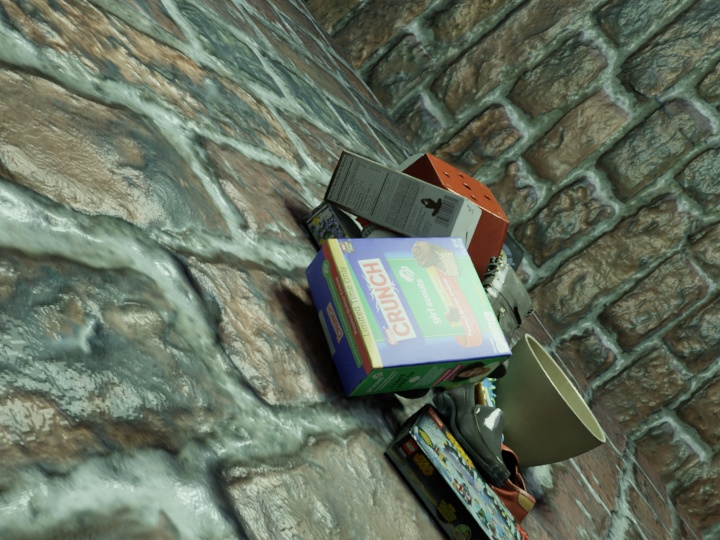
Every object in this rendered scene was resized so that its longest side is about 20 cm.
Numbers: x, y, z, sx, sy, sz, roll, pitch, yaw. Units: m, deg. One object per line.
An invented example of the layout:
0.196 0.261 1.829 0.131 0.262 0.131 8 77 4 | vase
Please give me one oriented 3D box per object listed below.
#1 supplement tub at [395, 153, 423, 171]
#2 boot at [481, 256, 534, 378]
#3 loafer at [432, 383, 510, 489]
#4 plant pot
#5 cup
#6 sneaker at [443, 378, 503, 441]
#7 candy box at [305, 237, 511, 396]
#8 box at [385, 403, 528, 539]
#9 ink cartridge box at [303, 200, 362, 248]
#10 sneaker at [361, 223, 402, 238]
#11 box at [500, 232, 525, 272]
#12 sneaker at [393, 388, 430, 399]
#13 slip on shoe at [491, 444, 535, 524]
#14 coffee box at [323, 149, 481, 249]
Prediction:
0.164 -0.159 2.011 0.200 0.144 0.146 46 14 -21 | supplement tub
0.177 0.042 1.265 0.201 0.068 0.176 49 45 -22 | boot
0.154 0.202 1.106 0.073 0.072 0.201 54 2 -27 | loafer
0.127 -0.065 1.384 0.197 0.178 0.201 26 23 -22 | plant pot
0.267 0.225 1.340 0.201 0.143 0.201 47 13 -15 | cup
0.176 0.161 1.286 0.202 0.105 0.075 57 15 25 | sneaker
0.054 0.049 0.994 0.196 0.077 0.172 -3 57 -31 | candy box
0.114 0.256 0.969 0.201 0.040 0.137 52 12 4 | box
0.000 0.000 1.242 0.109 0.050 0.202 30 26 -58 | ink cartridge box
0.074 -0.006 1.253 0.199 0.076 0.081 38 9 -50 | sneaker
0.205 -0.009 1.634 0.164 0.085 0.202 46 57 -20 | box
0.026 0.071 1.079 0.201 0.075 0.077 53 18 0 | sneaker
0.182 0.258 1.149 0.074 0.061 0.201 41 15 -29 | slip on shoe
0.062 -0.093 1.225 0.197 0.081 0.114 24 2 21 | coffee box
